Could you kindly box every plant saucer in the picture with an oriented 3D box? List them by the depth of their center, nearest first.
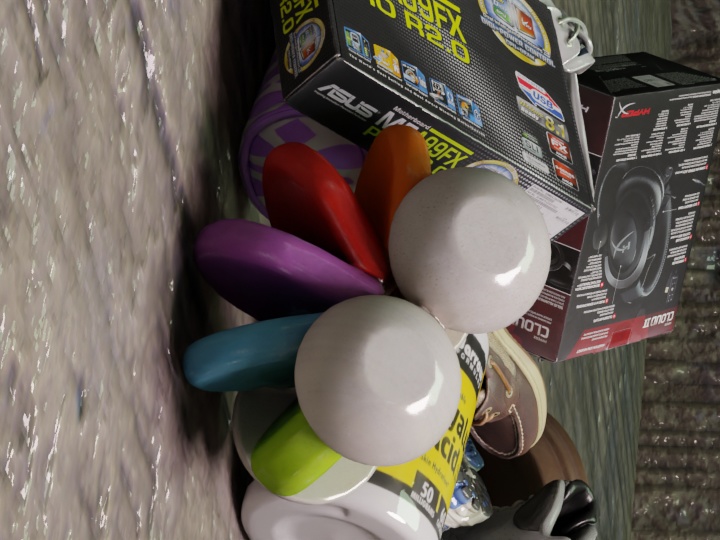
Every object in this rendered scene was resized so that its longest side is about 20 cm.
[{"bbox_3d":[0.084,0.187,1.892,0.029,0.200,0.201,14,74,-38],"label":"plant saucer"}]

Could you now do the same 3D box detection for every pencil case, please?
[{"bbox_3d":[-0.011,-0.103,1.527,0.200,0.085,0.084,-76,158,-53],"label":"pencil case"}]

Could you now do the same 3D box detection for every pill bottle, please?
[{"bbox_3d":[0.010,0.068,1.529,0.112,0.111,0.201,75,26,-55],"label":"pill bottle"}]

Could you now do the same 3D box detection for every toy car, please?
[{"bbox_3d":[-0.011,0.013,1.374,0.200,0.150,0.175,-54,-173,-21],"label":"toy car"}]

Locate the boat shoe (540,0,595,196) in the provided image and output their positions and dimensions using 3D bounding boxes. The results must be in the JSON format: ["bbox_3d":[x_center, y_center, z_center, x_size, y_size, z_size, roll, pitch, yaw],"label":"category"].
[{"bbox_3d":[0.114,-0.132,1.690,0.074,0.066,0.201,-31,117,-64],"label":"boat shoe"}]

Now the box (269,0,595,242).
[{"bbox_3d":[0.035,-0.119,1.490,0.199,0.044,0.161,29,38,-35],"label":"box"}]

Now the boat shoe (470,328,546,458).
[{"bbox_3d":[0.064,0.064,1.741,0.072,0.072,0.200,-58,148,-29],"label":"boat shoe"}]

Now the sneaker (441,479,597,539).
[{"bbox_3d":[0.101,0.175,1.806,0.075,0.115,0.200,55,-3,-18],"label":"sneaker"}]

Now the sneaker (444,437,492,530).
[{"bbox_3d":[0.031,0.127,1.814,0.077,0.085,0.200,61,6,-10],"label":"sneaker"}]

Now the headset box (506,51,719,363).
[{"bbox_3d":[0.156,-0.035,1.799,0.148,0.077,0.201,-12,119,-51],"label":"headset box"}]
